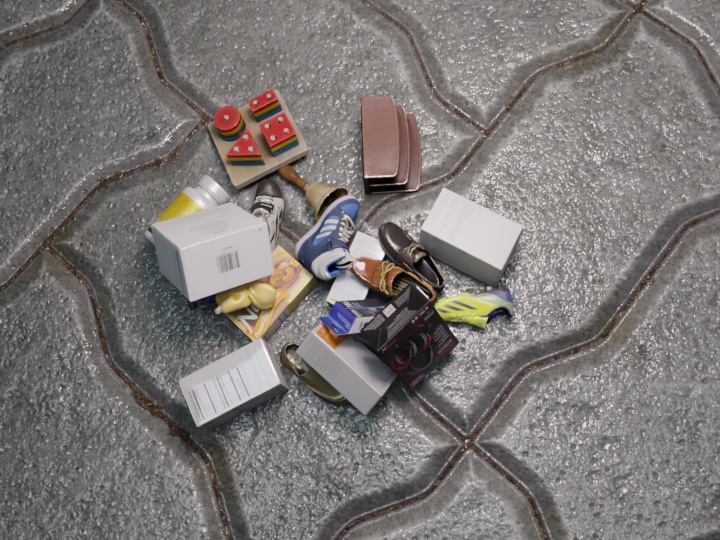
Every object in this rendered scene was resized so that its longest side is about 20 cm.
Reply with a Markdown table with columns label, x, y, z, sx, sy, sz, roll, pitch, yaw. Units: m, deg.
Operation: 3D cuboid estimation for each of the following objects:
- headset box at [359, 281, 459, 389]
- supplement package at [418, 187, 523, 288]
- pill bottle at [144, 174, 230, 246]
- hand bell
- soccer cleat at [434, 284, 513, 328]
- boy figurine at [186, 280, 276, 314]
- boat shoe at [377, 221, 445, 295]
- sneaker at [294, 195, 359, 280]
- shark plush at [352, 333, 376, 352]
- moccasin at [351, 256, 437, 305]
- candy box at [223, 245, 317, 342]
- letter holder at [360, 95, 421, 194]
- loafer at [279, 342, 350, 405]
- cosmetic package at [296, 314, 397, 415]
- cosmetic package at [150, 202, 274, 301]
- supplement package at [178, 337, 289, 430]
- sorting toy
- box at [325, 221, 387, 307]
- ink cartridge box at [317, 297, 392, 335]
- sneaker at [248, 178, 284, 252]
| label | x | y | z | sx | sy | sz | roll | pitch | yaw |
| --- | --- | --- | --- | --- | --- | --- | --- | --- | --- |
| headset box | 0.110 | 0.143 | 1.614 | 0.148 | 0.201 | 0.075 | -42 | 47 | -3 |
| supplement package | 0.241 | -0.071 | 1.708 | 0.198 | 0.118 | 0.118 | 28 | 71 | 12 |
| pill bottle | -0.395 | -0.120 | 1.787 | 0.111 | 0.111 | 0.201 | 38 | 81 | 14 |
| hand bell | -0.131 | -0.201 | 1.811 | 0.199 | 0.104 | 0.104 | 39 | 80 | 26 |
| soccer cleat | 0.240 | 0.089 | 1.694 | 0.196 | 0.065 | 0.085 | -12 | 75 | 1 |
| boy figurine | -0.278 | 0.046 | 1.697 | 0.196 | 0.065 | 0.126 | 0 | 44 | 6 |
| boat shoe | 0.121 | -0.033 | 1.708 | 0.200 | 0.073 | 0.075 | 46 | 66 | -3 |
| sneaker | -0.041 | -0.064 | 1.722 | 0.200 | 0.081 | 0.146 | -45 | 50 | -11 |
| shark plush | -0.002 | 0.157 | 1.698 | 0.196 | 0.091 | 0.085 | -5 | 105 | -2 |
| moccasin | 0.072 | 0.025 | 1.671 | 0.199 | 0.078 | 0.074 | 31 | 78 | 14 |
| candy box | -0.206 | 0.058 | 1.746 | 0.115 | 0.055 | 0.201 | 39 | 82 | 16 |
| letter holder | 0.074 | -0.292 | 1.801 | 0.139 | 0.101 | 0.204 | -2 | 74 | 2 |
| loafer | -0.098 | 0.225 | 1.683 | 0.198 | 0.068 | 0.077 | 30 | 79 | 13 |
| cosmetic package | -0.028 | 0.199 | 1.643 | 0.199 | 0.101 | 0.072 | 41 | 119 | 5 |
| cosmetic package | -0.320 | -0.046 | 1.669 | 0.196 | 0.125 | 0.199 | -19 | 28 | -26 |
| supplement package | -0.271 | 0.247 | 1.668 | 0.197 | 0.114 | 0.111 | -26 | 75 | -3 |
| sorting toy | -0.252 | -0.328 | 1.840 | 0.196 | 0.070 | 0.202 | -27 | 65 | -2 |
| box | 0.000 | 0.000 | 1.748 | 0.081 | 0.049 | 0.203 | 23 | 77 | 10 |
| ink cartridge box | 0.017 | 0.096 | 1.649 | 0.197 | 0.099 | 0.040 | -5 | 112 | -30 |
| sneaker | -0.220 | -0.127 | 1.787 | 0.072 | 0.089 | 0.204 | -2 | 72 | 6 |
